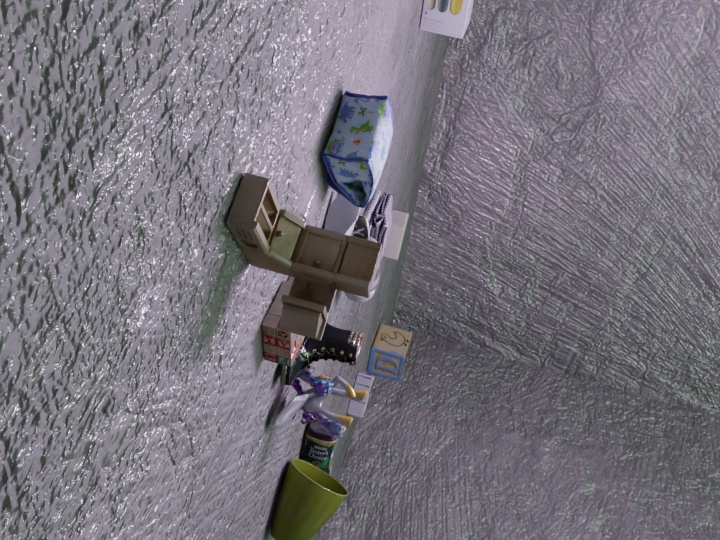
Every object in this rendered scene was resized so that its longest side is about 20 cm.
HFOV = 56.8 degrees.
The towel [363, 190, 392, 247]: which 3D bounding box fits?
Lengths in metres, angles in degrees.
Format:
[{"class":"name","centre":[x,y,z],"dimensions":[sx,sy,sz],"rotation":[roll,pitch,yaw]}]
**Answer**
[{"class":"towel","centre":[0.056,-0.138,2.163],"dimensions":[0.201,0.085,0.166],"rotation":[96,11,-48]}]

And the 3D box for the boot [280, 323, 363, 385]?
[{"class":"boot","centre":[-0.086,0.190,1.507],"dimensions":[0.204,0.153,0.074],"rotation":[-67,169,-48]}]

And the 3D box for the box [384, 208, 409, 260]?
[{"class":"box","centre":[0.143,-0.151,2.774],"dimensions":[0.068,0.082,0.202],"rotation":[-43,149,-77]}]

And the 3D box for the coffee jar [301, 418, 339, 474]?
[{"class":"coffee jar","centre":[-0.129,0.557,2.081],"dimensions":[0.085,0.103,0.202],"rotation":[-62,165,-69]}]

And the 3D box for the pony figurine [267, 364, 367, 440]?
[{"class":"pony figurine","centre":[-0.111,0.306,1.556],"dimensions":[0.194,0.199,0.167],"rotation":[-59,178,-2]}]

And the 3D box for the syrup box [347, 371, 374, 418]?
[{"class":"syrup box","centre":[0.004,0.587,3.160],"dimensions":[0.079,0.081,0.202],"rotation":[28,78,-83]}]

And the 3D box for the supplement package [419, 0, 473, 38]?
[{"class":"supplement package","centre":[0.294,-0.900,2.179],"dimensions":[0.201,0.151,0.151],"rotation":[97,12,-47]}]

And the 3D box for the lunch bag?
[{"class":"lunch bag","centre":[0.003,-0.253,1.423],"dimensions":[0.200,0.126,0.171],"rotation":[63,41,-64]}]

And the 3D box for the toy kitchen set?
[{"class":"toy kitchen set","centre":[-0.086,-0.007,0.969],"dimensions":[0.181,0.198,0.164],"rotation":[83,23,-70]}]

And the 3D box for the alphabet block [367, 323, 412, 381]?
[{"class":"alphabet block","centre":[0.159,0.442,3.593],"dimensions":[0.201,0.194,0.197],"rotation":[-67,171,-50]}]

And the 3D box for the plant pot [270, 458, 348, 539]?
[{"class":"plant pot","centre":[-0.165,0.666,1.867],"dimensions":[0.201,0.186,0.187],"rotation":[-59,171,-4]}]

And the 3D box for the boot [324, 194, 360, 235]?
[{"class":"boot","centre":[-0.055,-0.089,1.572],"dimensions":[0.096,0.073,0.201],"rotation":[65,48,-88]}]

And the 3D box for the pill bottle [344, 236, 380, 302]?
[{"class":"pill bottle","centre":[0.000,0.000,1.917],"dimensions":[0.201,0.113,0.114],"rotation":[94,14,-56]}]

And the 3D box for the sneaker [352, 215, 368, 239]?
[{"class":"sneaker","centre":[-0.028,-0.089,1.685],"dimensions":[0.200,0.078,0.091],"rotation":[124,-16,-53]}]

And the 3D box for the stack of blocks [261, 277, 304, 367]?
[{"class":"stack of blocks","centre":[-0.131,0.074,1.324],"dimensions":[0.116,0.058,0.201],"rotation":[96,12,-48]}]
